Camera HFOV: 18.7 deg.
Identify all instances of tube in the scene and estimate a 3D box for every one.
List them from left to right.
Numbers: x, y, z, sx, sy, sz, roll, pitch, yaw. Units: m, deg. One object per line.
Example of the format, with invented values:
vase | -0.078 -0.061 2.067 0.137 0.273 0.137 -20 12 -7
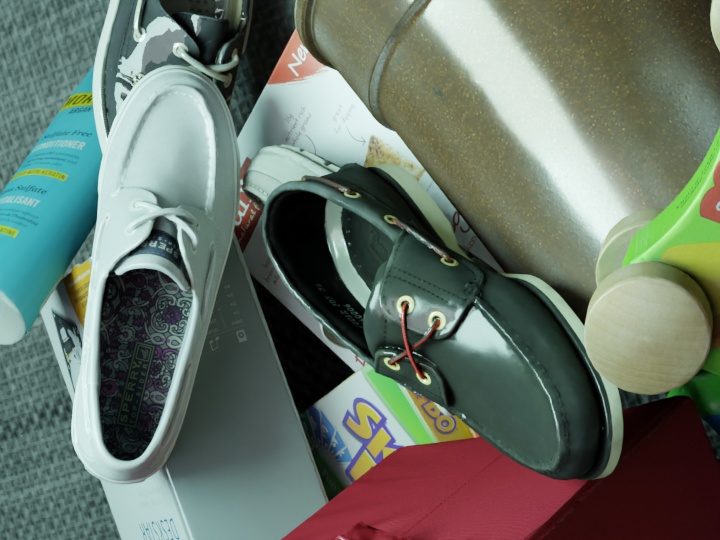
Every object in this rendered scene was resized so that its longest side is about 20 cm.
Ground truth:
tube | -0.150 -0.050 1.139 0.077 0.201 0.051 2 136 30

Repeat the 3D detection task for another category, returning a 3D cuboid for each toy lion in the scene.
toy lion | 0.188 -0.006 0.774 0.190 0.069 0.201 19 116 2

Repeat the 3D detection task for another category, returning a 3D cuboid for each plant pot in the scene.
plant pot | 0.105 -0.076 0.923 0.200 0.200 0.199 -45 65 31

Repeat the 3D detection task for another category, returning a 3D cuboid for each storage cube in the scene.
storage cube | 0.061 0.173 0.906 0.170 0.179 0.201 -15 101 40

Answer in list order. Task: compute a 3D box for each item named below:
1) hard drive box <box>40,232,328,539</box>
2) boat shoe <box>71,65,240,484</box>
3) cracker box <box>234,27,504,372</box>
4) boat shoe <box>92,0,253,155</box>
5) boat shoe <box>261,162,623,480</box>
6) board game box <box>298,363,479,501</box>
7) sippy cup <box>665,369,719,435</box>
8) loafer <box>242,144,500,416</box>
hard drive box | -0.088 0.086 1.136 0.201 0.076 0.156 69 160 3
boat shoe | -0.098 -0.001 1.026 0.071 0.069 0.202 17 82 -9
cracker box | 0.024 -0.019 1.093 0.200 0.058 0.134 42 120 21
boat shoe | -0.088 -0.124 1.115 0.060 0.074 0.202 -9 72 50
boat shoe | 0.029 0.023 0.875 0.201 0.063 0.074 44 133 43
board game box | 0.013 0.100 1.090 0.096 0.030 0.200 58 148 5
sippy cup | 0.225 0.065 0.941 0.177 0.139 0.131 -27 95 48
loafer | 0.000 0.000 1.006 0.070 0.070 0.200 -55 40 1
